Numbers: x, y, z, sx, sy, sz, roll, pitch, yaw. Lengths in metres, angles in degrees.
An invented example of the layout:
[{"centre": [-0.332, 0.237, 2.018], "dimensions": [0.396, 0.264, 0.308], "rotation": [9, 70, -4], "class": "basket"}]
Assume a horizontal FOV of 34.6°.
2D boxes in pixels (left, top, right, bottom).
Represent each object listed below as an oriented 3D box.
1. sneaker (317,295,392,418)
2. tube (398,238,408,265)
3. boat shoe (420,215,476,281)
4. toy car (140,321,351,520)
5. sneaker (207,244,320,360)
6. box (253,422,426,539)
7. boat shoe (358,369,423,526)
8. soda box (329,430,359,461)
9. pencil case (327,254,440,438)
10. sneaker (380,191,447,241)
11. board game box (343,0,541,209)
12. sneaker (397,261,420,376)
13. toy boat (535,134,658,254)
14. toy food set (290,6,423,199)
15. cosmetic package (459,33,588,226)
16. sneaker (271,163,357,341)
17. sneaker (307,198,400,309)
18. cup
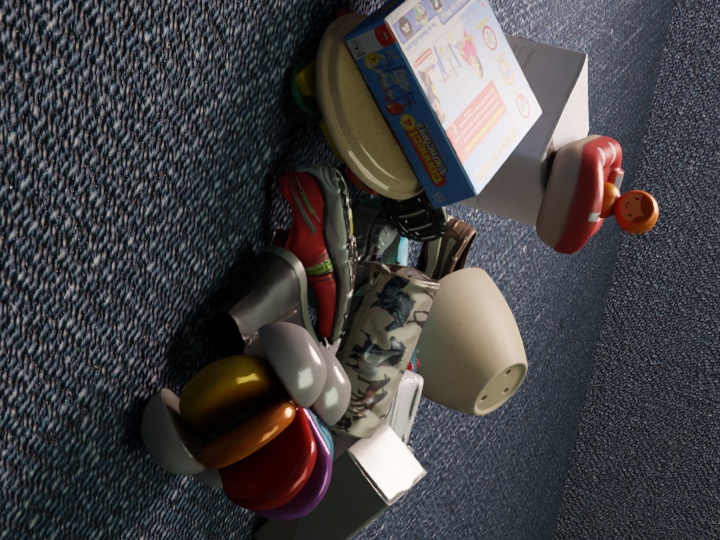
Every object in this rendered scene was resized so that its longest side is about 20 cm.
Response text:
[{"centre": [-0.019, 0.075, 1.350], "dimensions": [0.115, 0.075, 0.202], "rotation": [25, 50, -34], "class": "sneaker"}, {"centre": [0.034, 0.051, 1.525], "dimensions": [0.077, 0.050, 0.202], "rotation": [-16, 117, -80], "class": "tube"}, {"centre": [0.122, 0.025, 1.681], "dimensions": [0.075, 0.074, 0.204], "rotation": [-27, 131, -63], "class": "boat shoe"}, {"centre": [-0.087, 0.154, 1.059], "dimensions": [0.174, 0.151, 0.200], "rotation": [-32, 157, 3], "class": "toy car"}, {"centre": [-0.101, 0.080, 1.167], "dimensions": [0.106, 0.074, 0.201], "rotation": [-47, 142, -37], "class": "sneaker"}, {"centre": [-0.025, 0.272, 1.343], "dimensions": [0.200, 0.078, 0.095], "rotation": [-46, 169, 33], "class": "box"}, {"centre": [0.034, 0.219, 1.425], "dimensions": [0.072, 0.068, 0.202], "rotation": [173, -72, -68], "class": "boat shoe"}, {"centre": [-0.001, 0.254, 1.553], "dimensions": [0.064, 0.068, 0.200], "rotation": [-67, 159, -14], "class": "soda box"}, {"centre": [0.010, 0.087, 1.248], "dimensions": [0.089, 0.078, 0.202], "rotation": [20, 95, -30], "class": "pencil case"}, {"centre": [0.047, -0.119, 1.294], "dimensions": [0.201, 0.073, 0.080], "rotation": [61, 33, -26], "class": "sneaker"}, {"centre": [0.092, -0.199, 1.193], "dimensions": [0.197, 0.056, 0.200], "rotation": [61, 40, -17], "class": "board game box"}, {"centre": [0.023, 0.080, 1.452], "dimensions": [0.079, 0.095, 0.202], "rotation": [-150, -126, -69], "class": "sneaker"}, {"centre": [0.294, -0.083, 1.389], "dimensions": [0.200, 0.130, 0.132], "rotation": [-26, 133, -61], "class": "toy boat"}, {"centre": [0.017, -0.169, 1.174], "dimensions": [0.200, 0.048, 0.199], "rotation": [-46, 113, -48], "class": "toy food set"}, {"centre": [0.168, -0.183, 1.453], "dimensions": [0.166, 0.198, 0.165], "rotation": [-64, 159, -21], "class": "cosmetic package"}, {"centre": [-0.048, -0.020, 1.184], "dimensions": [0.077, 0.084, 0.202], "rotation": [-78, 166, -58], "class": "sneaker"}, {"centre": [0.000, 0.000, 1.330], "dimensions": [0.200, 0.077, 0.092], "rotation": [-47, 141, -47], "class": "sneaker"}, {"centre": [0.152, 0.118, 1.627], "dimensions": [0.199, 0.143, 0.201], "rotation": [-31, 148, -22], "class": "cup"}]
